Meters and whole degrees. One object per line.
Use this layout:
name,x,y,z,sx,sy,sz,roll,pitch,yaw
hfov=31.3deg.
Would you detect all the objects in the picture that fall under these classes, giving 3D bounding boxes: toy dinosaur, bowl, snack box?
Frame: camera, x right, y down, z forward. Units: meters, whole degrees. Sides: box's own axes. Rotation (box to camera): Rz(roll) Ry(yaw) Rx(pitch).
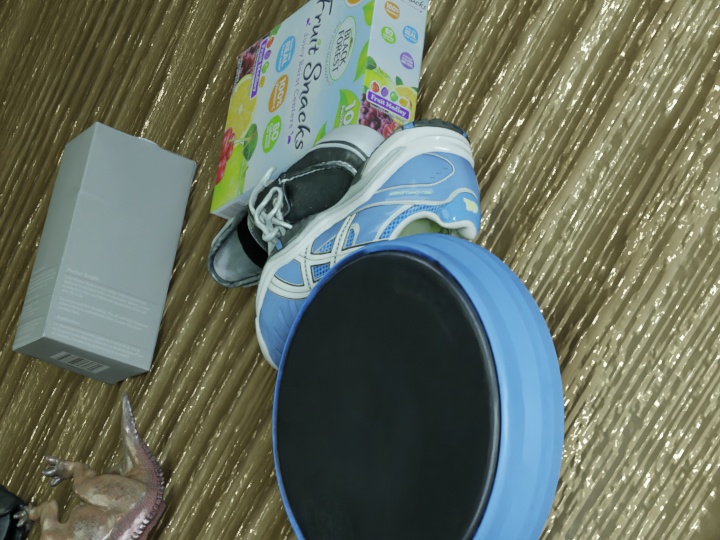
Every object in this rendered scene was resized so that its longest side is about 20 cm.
toy dinosaur,-0.192,0.200,0.978,0.135,0.086,0.202,4,59,48
bowl,0.021,0.080,0.685,0.199,0.039,0.204,-10,76,49
snack box,-0.032,-0.126,0.939,0.199,0.053,0.144,-23,53,51

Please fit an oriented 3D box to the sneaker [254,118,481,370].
sneaker,0.000,0.000,0.783,0.200,0.075,0.078,-51,39,31

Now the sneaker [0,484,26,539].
sneaker,-0.363,0.299,1.202,0.090,0.075,0.203,-3,72,50

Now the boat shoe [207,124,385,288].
boat shoe,-0.046,-0.035,0.861,0.068,0.074,0.198,-37,10,-35

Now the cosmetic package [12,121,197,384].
cosmetic package,-0.224,-0.015,1.133,0.090,0.106,0.203,-21,53,53
